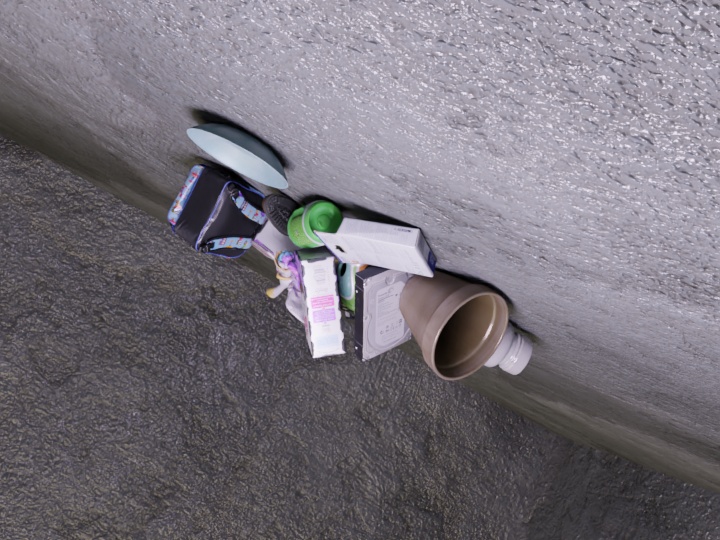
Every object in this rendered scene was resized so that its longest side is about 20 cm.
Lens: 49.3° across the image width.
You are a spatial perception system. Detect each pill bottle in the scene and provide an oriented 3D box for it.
[{"bbox_3d":[0.284,0.151,1.771,0.197,0.116,0.114,28,172,-10],"label":"pill bottle"}]

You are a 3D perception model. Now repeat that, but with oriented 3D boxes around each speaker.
[{"bbox_3d":[-0.093,-0.091,1.574,0.087,0.090,0.200,28,172,-13],"label":"speaker"}]

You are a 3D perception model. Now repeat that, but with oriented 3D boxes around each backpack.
[{"bbox_3d":[-0.306,-0.126,1.750,0.133,0.185,0.199,31,-174,25],"label":"backpack"}]

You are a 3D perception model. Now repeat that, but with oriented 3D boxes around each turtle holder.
[{"bbox_3d":[0.010,0.000,1.706,0.138,0.187,0.133,-10,128,10],"label":"turtle holder"}]

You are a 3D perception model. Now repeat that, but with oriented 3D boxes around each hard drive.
[{"bbox_3d":[0.051,0.077,1.630,0.138,0.204,0.038,-20,-144,-32],"label":"hard drive"}]

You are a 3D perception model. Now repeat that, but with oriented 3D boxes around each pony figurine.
[{"bbox_3d":[-0.140,0.040,1.841,0.191,0.168,0.201,32,156,7],"label":"pony figurine"}]

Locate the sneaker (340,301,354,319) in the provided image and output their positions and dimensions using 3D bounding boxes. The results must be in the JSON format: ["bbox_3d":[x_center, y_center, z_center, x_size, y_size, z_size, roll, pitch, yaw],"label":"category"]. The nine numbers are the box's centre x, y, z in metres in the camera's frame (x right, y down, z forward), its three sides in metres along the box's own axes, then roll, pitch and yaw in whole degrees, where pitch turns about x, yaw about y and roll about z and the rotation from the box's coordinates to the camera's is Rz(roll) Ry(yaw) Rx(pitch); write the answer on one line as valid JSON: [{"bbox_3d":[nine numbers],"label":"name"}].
[{"bbox_3d":[0.016,0.125,1.869,0.076,0.116,0.198,19,180,45],"label":"sneaker"}]

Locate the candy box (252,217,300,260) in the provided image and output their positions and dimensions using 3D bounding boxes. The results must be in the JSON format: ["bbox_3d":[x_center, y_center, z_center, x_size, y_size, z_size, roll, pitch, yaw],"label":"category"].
[{"bbox_3d":[-0.229,-0.083,1.964,0.167,0.072,0.199,40,171,-35],"label":"candy box"}]

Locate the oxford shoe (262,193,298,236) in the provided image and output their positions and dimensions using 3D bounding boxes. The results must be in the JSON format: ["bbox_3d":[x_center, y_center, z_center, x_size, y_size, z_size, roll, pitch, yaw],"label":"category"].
[{"bbox_3d":[-0.169,-0.116,1.705,0.083,0.074,0.200,24,171,28],"label":"oxford shoe"}]

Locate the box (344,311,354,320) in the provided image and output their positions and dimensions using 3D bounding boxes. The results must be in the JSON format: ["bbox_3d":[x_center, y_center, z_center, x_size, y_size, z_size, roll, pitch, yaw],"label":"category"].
[{"bbox_3d":[0.055,0.105,2.163,0.154,0.052,0.200,-8,-177,-18],"label":"box"}]

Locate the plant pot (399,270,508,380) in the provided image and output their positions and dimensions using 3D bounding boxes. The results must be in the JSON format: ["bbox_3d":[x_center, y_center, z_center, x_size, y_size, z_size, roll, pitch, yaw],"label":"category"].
[{"bbox_3d":[0.170,0.089,1.585,0.173,0.201,0.199,40,-176,43],"label":"plant pot"}]

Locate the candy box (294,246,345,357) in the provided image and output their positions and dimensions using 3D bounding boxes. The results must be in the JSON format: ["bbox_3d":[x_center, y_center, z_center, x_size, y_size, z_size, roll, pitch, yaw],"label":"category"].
[{"bbox_3d":[-0.087,0.062,1.657,0.070,0.205,0.168,-8,-170,-8],"label":"candy box"}]

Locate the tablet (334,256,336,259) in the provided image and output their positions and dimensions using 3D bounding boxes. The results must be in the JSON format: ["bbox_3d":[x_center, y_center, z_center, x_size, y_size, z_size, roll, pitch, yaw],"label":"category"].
[{"bbox_3d":[-0.145,-0.086,1.897,0.199,0.014,0.130,39,171,-9],"label":"tablet"}]

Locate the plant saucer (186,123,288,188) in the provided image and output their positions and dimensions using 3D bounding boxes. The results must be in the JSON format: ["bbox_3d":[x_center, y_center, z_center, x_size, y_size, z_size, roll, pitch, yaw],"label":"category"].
[{"bbox_3d":[-0.207,-0.209,1.368,0.198,0.039,0.201,26,172,4],"label":"plant saucer"}]

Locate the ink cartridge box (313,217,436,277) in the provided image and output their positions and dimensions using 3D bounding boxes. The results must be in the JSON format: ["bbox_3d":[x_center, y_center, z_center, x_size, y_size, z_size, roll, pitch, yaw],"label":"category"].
[{"bbox_3d":[0.032,-0.046,1.477,0.196,0.041,0.200,9,167,16],"label":"ink cartridge box"}]
